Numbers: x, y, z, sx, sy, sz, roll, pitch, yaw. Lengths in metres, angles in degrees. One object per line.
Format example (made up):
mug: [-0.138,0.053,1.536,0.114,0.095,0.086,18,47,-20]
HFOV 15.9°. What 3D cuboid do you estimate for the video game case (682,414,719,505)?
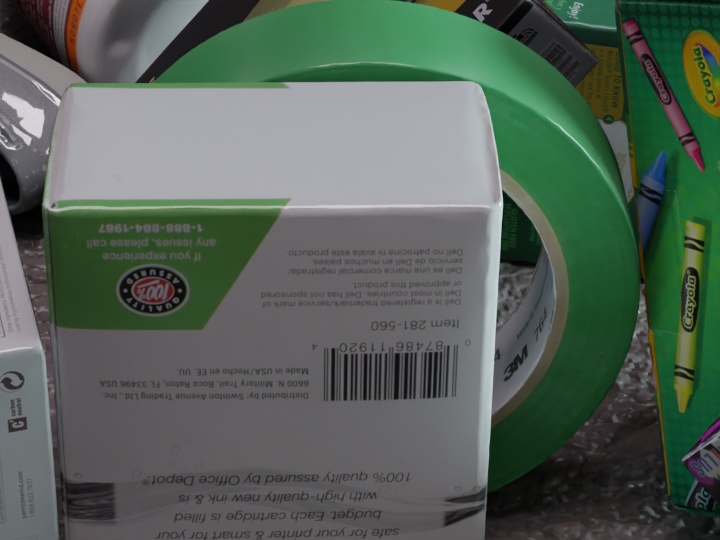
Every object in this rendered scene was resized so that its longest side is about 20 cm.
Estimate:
video game case: [0.225,0.075,0.901,0.181,0.036,0.200,48,48,1]

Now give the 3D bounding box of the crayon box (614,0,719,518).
crayon box: [0.156,-0.022,0.954,0.058,0.201,0.119,7,25,36]

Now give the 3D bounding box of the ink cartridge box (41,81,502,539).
ink cartridge box: [-0.030,0.042,0.882,0.145,0.201,0.084,0,33,-3]

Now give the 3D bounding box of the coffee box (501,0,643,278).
coffee box: [0.145,-0.053,1.081,0.199,0.123,0.044,8,34,11]

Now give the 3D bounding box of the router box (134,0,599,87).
router box: [-0.018,-0.062,1.045,0.200,0.052,0.157,-47,40,10]

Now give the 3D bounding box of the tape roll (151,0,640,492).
tape roll: [0.000,0.000,0.936,0.199,0.201,0.048,-1,34,-3]

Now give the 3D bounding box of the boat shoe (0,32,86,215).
boat shoe: [-0.205,-0.082,1.152,0.200,0.070,0.071,25,39,26]

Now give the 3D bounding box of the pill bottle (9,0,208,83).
pill bottle: [-0.116,-0.156,1.216,0.114,0.115,0.200,-17,40,-23]

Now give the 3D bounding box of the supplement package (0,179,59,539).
supplement package: [-0.214,0.056,0.895,0.199,0.152,0.151,-8,37,-12]
